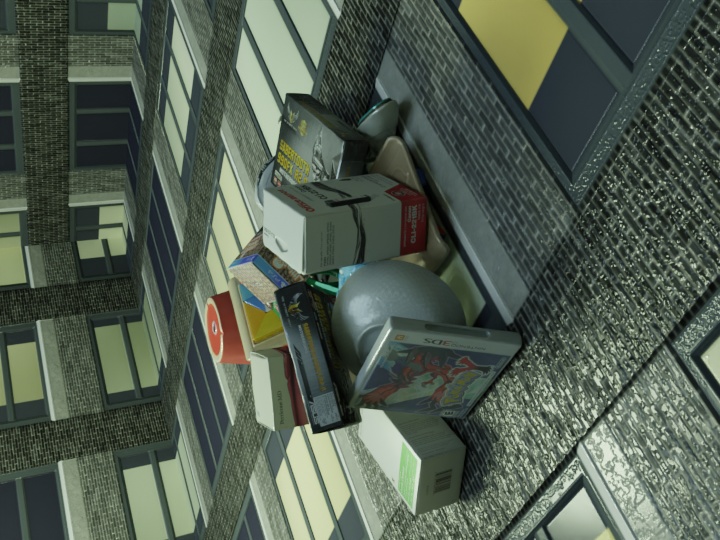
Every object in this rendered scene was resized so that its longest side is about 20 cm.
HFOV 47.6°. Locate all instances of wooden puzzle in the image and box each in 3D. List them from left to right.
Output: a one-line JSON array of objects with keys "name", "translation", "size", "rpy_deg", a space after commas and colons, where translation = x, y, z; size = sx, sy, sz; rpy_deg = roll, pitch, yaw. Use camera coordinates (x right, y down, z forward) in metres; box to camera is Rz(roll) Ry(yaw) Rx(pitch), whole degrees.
[{"name": "wooden puzzle", "translation": [-0.176, 0.064, 1.673], "size": [0.037, 0.197, 0.188], "rpy_deg": [36, -149, -62]}, {"name": "wooden puzzle", "translation": [0.067, -0.073, 1.245], "size": [0.203, 0.045, 0.186], "rpy_deg": [67, 151, 22]}]

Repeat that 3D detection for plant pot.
[{"name": "plant pot", "translation": [-0.244, 0.119, 1.808], "size": [0.200, 0.174, 0.206], "rpy_deg": [174, 90, -66]}]

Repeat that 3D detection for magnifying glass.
[{"name": "magnifying glass", "translation": [-0.033, 0.036, 1.464], "size": [0.199, 0.078, 0.023], "rpy_deg": [31, 121, 48]}]

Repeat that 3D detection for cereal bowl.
[{"name": "cereal bowl", "translation": [0.047, 0.093, 1.138], "size": [0.084, 0.196, 0.204], "rpy_deg": [-59, -17, -57]}]

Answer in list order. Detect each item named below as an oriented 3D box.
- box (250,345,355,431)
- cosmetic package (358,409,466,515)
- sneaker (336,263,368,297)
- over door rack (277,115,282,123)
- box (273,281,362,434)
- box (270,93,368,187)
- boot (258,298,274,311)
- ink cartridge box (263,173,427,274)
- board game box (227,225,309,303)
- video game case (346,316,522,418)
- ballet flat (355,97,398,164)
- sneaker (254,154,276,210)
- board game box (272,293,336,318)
[{"name": "box", "translation": [-0.085, 0.198, 1.454], "size": [0.108, 0.196, 0.131], "rpy_deg": [180, 83, -65]}, {"name": "cosmetic package", "translation": [0.075, 0.263, 1.259], "size": [0.200, 0.083, 0.110], "rpy_deg": [43, 136, 53]}, {"name": "sneaker", "translation": [0.000, 0.000, 1.343], "size": [0.200, 0.076, 0.092], "rpy_deg": [132, 132, -77]}, {"name": "over door rack", "translation": [-0.149, -0.194, 1.638], "size": [0.202, 0.065, 0.150], "rpy_deg": [-91, 13, -50]}, {"name": "box", "translation": [-0.057, 0.127, 1.164], "size": [0.158, 0.047, 0.204], "rpy_deg": [41, -147, -76]}, {"name": "box", "translation": [-0.071, -0.172, 1.311], "size": [0.200, 0.047, 0.161], "rpy_deg": [45, 131, 44]}, {"name": "boot", "translation": [-0.121, 0.016, 1.608], "size": [0.167, 0.200, 0.072], "rpy_deg": [47, 140, -6]}, {"name": "ink cartridge box", "translation": [-0.025, -0.071, 1.156], "size": [0.144, 0.196, 0.086], "rpy_deg": [34, 130, 53]}, {"name": "board game box", "translation": [-0.125, -0.050, 1.468], "size": [0.097, 0.201, 0.159], "rpy_deg": [43, 160, -16]}, {"name": "video game case", "translation": [0.092, 0.134, 1.079], "size": [0.201, 0.178, 0.023], "rpy_deg": [115, 157, -49]}, {"name": "ballet flat", "translation": [0.022, -0.211, 1.296], "size": [0.200, 0.068, 0.071], "rpy_deg": [154, 108, -67]}, {"name": "sneaker", "translation": [-0.111, -0.192, 1.453], "size": [0.201, 0.075, 0.114], "rpy_deg": [-54, 19, -14]}, {"name": "board game box", "translation": [-0.062, 0.087, 1.453], "size": [0.200, 0.132, 0.030], "rpy_deg": [38, 132, 56]}]
